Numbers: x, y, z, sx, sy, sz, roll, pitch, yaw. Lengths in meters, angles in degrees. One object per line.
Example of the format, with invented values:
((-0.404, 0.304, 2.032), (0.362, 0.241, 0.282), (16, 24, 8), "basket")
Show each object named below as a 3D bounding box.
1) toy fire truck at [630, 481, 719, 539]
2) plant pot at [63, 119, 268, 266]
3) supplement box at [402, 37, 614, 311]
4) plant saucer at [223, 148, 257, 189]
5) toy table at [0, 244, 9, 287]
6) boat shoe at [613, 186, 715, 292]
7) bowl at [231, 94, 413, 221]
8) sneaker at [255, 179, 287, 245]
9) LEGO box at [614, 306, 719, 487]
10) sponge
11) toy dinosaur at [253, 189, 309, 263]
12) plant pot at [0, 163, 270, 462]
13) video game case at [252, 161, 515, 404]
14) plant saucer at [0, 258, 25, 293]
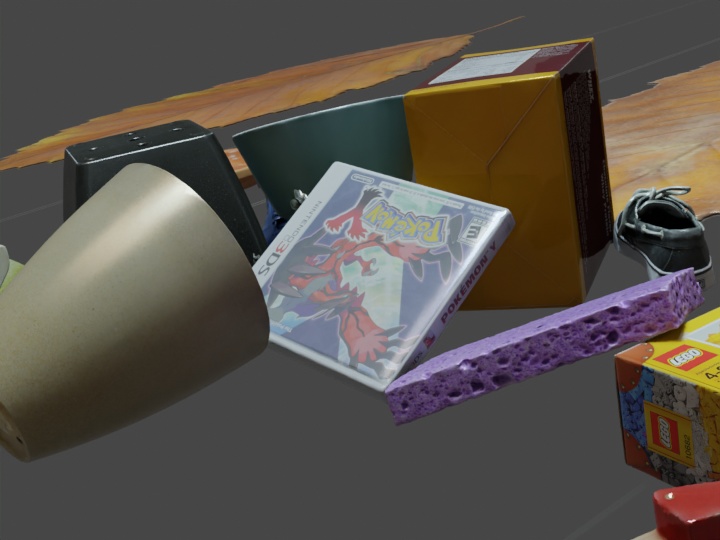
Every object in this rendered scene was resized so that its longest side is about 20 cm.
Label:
((0.105, 0.163, 0.470), (0.198, 0.049, 0.141), (-13, 17, -5), "toy fire truck")
((-0.207, -0.048, 1.092), (0.197, 0.179, 0.200), (-15, 17, -16), "plant pot")
((0.145, -0.092, 0.987), (0.131, 0.199, 0.200), (-3, 19, 23), "supplement box")
((-0.223, -0.145, 1.635), (0.198, 0.038, 0.200), (-9, 17, 3), "plant saucer")
((-0.381, 0.061, 0.956), (0.198, 0.118, 0.184), (-1, 20, 25), "toy table")
((0.269, -0.041, 0.974), (0.073, 0.069, 0.200), (-7, 18, 9), "boat shoe")
((-0.025, -0.109, 1.108), (0.198, 0.106, 0.201), (-11, 6, 1), "bowl")
((-0.084, -0.074, 1.209), (0.076, 0.112, 0.200), (-8, 18, 7), "sneaker")
((0.273, 0.068, 0.622), (0.198, 0.078, 0.148), (-20, 20, -27), "LEGO box")
((0.123, 0.049, 0.714), (0.198, 0.030, 0.111), (-22, -3, 25), "sponge")
((-0.037, 0.014, 0.979), (0.198, 0.103, 0.137), (10, 52, 18), "toy dinosaur")
((-0.205, 0.048, 0.834), (0.200, 0.189, 0.186), (-39, 30, -31), "plant pot")
((0.000, 0.000, 0.882), (0.199, 0.023, 0.183), (20, 65, 40), "video game case")
((-0.464, 0.040, 1.181), (0.197, 0.048, 0.200), (-11, 17, -1), "plant saucer")
